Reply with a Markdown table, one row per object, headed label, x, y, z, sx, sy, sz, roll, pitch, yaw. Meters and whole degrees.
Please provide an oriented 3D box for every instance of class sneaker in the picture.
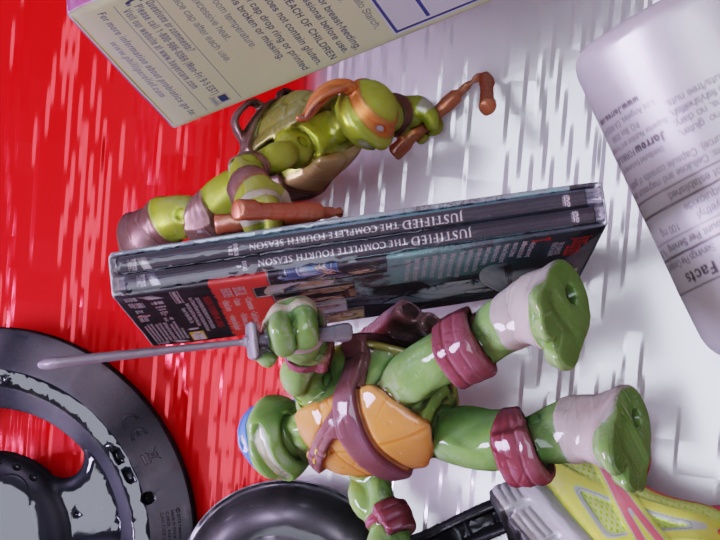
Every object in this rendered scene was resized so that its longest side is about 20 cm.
| label | x | y | z | sx | sy | sz | roll | pitch | yaw |
| --- | --- | --- | --- | --- | --- | --- | --- | --- | --- |
| sneaker | 0.144 | 0.142 | 0.911 | 0.090 | 0.078 | 0.200 | -36 | 61 | -9 |

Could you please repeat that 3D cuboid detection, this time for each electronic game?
| label | x | y | z | sx | sy | sz | roll | pitch | yaw |
| --- | --- | --- | --- | --- | --- | --- | --- | --- | --- |
| electronic game | -0.177 | 0.128 | 1.041 | 0.198 | 0.042 | 0.202 | 0 | 93 | 8 |

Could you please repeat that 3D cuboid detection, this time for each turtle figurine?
| label | x | y | z | sx | sy | sz | roll | pitch | yaw |
| --- | --- | --- | --- | --- | --- | --- | --- | --- | --- |
| turtle figurine | 0.009 | 0.079 | 0.890 | 0.193 | 0.200 | 0.145 | -18 | 80 | 30 |
| turtle figurine | -0.039 | -0.043 | 0.934 | 0.161 | 0.200 | 0.065 | -32 | 93 | 38 |

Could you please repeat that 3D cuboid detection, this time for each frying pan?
| label | x | y | z | sx | sy | sz | roll | pitch | yaw |
| --- | --- | --- | --- | --- | --- | --- | --- | --- | --- |
| frying pan | 0.004 | 0.156 | 0.996 | 0.188 | 0.031 | 0.116 | 0 | 101 | 12 |

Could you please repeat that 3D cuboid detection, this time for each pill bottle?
| label | x | y | z | sx | sy | sz | roll | pitch | yaw |
| --- | --- | --- | --- | --- | --- | --- | --- | --- | --- |
| pill bottle | 0.181 | -0.023 | 0.893 | 0.114 | 0.114 | 0.201 | -26 | 86 | 16 |

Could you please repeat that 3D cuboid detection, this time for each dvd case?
| label | x | y | z | sx | sy | sz | roll | pitch | yaw |
| --- | --- | --- | --- | --- | --- | --- | --- | --- | --- |
| dvd case | 0.000 | 0.000 | 0.905 | 0.198 | 0.146 | 0.022 | -7 | 80 | 0 |

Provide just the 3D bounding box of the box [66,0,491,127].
| label | x | y | z | sx | sy | sz | roll | pitch | yaw |
| --- | --- | --- | --- | --- | --- | --- | --- | --- | --- |
| box | -0.026 | -0.188 | 0.919 | 0.199 | 0.097 | 0.177 | -20 | 56 | 16 |
